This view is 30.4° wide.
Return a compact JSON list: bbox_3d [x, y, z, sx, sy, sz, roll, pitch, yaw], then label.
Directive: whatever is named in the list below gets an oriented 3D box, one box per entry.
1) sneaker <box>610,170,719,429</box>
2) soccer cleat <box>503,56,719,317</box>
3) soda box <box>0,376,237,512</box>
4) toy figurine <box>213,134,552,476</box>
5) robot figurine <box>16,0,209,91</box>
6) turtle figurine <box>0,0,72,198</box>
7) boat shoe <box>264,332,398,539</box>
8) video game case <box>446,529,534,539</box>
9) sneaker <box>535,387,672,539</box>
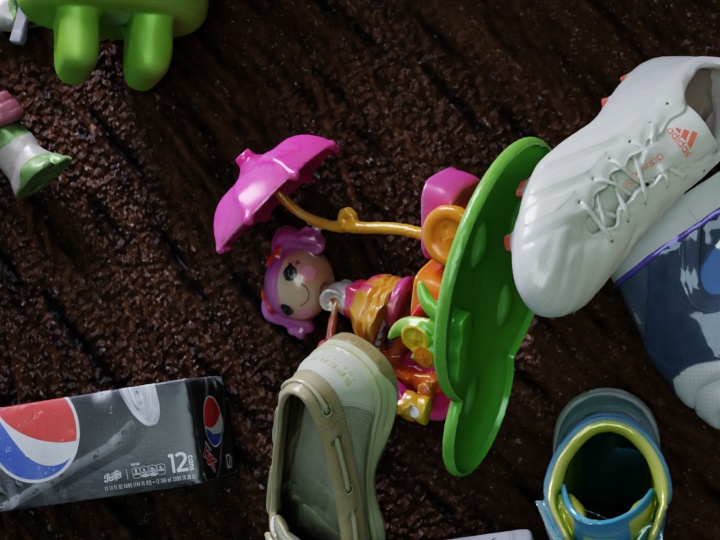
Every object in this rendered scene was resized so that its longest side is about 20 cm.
[{"bbox_3d":[0.247,0.002,0.719,0.200,0.081,0.147,-33,79,11],"label":"sneaker"},{"bbox_3d":[0.144,-0.054,0.701,0.077,0.200,0.069,-7,125,47],"label":"soccer cleat"},{"bbox_3d":[-0.183,0.110,0.815,0.199,0.071,0.064,-10,85,12],"label":"soda box"},{"bbox_3d":[0.000,0.000,0.772,0.183,0.150,0.201,17,116,25],"label":"toy figurine"},{"bbox_3d":[-0.146,-0.214,0.796,0.174,0.116,0.201,4,86,-15],"label":"robot figurine"},{"bbox_3d":[-0.251,-0.142,0.804,0.199,0.144,0.195,-31,86,13],"label":"turtle figurine"},{"bbox_3d":[-0.025,0.130,0.744,0.073,0.063,0.202,30,129,26],"label":"boat shoe"},{"bbox_3d":[0.026,0.245,0.749,0.181,0.022,0.201,-10,112,11],"label":"video game case"},{"bbox_3d":[0.130,0.167,0.715,0.079,0.131,0.201,-4,87,11],"label":"sneaker"}]
